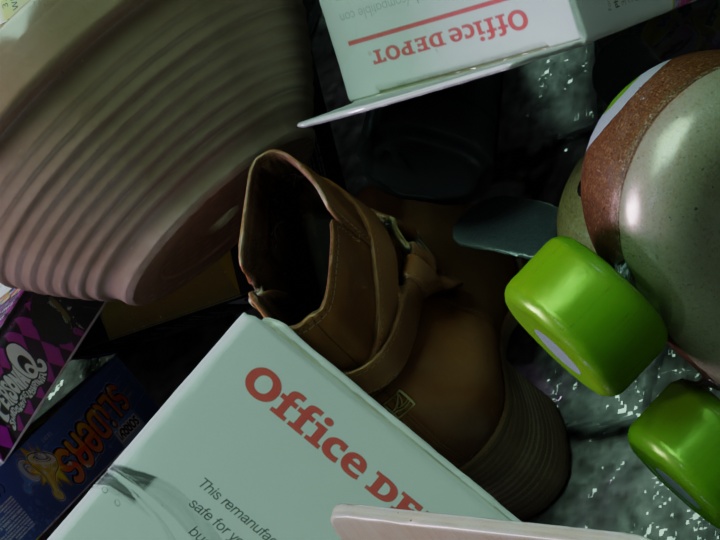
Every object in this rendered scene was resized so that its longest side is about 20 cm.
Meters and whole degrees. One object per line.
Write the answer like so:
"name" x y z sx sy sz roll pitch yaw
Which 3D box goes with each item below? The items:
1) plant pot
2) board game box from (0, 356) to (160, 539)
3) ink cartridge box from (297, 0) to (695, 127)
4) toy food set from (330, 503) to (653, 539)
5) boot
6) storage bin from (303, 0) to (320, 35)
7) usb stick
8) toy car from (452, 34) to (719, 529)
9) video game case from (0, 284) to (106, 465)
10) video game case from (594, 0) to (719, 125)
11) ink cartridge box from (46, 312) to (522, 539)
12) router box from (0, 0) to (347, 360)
"plant pot" -0.085 -0.052 1.183 0.201 0.201 0.093 -44 79 9
"board game box" -0.175 0.119 1.261 0.135 0.034 0.200 -38 4 27
"ink cartridge box" 0.062 -0.118 1.160 0.115 0.068 0.200 -14 7 38
"toy food set" 0.012 0.172 0.928 0.143 0.060 0.200 1 62 44
"boot" 0.000 0.000 1.181 0.077 0.155 0.200 -36 41 19
"storage bin" -0.110 -0.169 1.476 0.200 0.094 0.135 -7 56 43
"usb stick" 0.032 -0.073 1.233 0.200 0.055 0.033 -78 -2 -69
"toy car" 0.113 -0.030 1.100 0.164 0.158 0.200 -46 33 -6
"video game case" -0.192 0.069 1.284 0.200 0.036 0.181 -37 14 32
"video game case" 0.158 -0.104 1.217 0.143 0.018 0.200 -25 45 30
"ink cartridge box" -0.050 0.139 1.064 0.200 0.144 0.084 -49 -4 -19
"router box" -0.094 -0.074 1.338 0.157 0.052 0.200 -19 82 36
